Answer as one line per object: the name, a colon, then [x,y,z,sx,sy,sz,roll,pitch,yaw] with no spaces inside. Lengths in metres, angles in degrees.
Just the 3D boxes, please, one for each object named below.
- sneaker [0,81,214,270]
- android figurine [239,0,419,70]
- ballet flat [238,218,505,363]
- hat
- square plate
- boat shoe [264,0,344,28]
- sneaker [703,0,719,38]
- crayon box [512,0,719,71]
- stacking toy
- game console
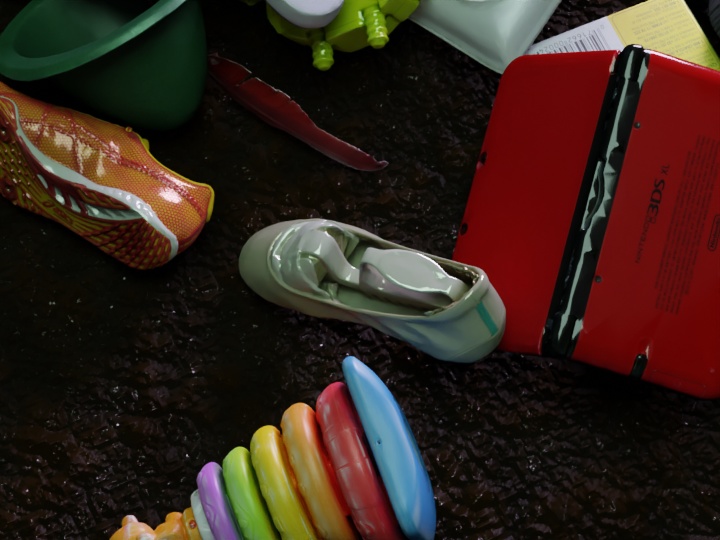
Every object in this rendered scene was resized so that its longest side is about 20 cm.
sneaker: [-0.187,-0.071,1.391,0.200,0.073,0.077,34,46,12]
android figurine: [-0.014,-0.235,1.436,0.181,0.041,0.201,-16,68,32]
ballet flat: [0.000,0.000,1.313,0.199,0.070,0.070,17,63,28]
hat: [-0.130,-0.111,1.427,0.165,0.176,0.200,-39,30,-18]
square plate: [0.081,-0.259,1.438,0.198,0.028,0.200,34,87,31]
boat shoe: [-0.074,-0.237,1.417,0.071,0.070,0.200,-24,72,-27]
sneaker: [0.265,-0.197,1.442,0.076,0.091,0.200,-44,41,24]
crayon box: [0.197,-0.077,1.388,0.126,0.051,0.201,-21,64,-10]
stacking toy: [-0.060,0.142,1.261,0.199,0.110,0.117,-22,76,2]
game console: [0.160,-0.030,1.327,0.172,0.119,0.201,17,81,-7]
